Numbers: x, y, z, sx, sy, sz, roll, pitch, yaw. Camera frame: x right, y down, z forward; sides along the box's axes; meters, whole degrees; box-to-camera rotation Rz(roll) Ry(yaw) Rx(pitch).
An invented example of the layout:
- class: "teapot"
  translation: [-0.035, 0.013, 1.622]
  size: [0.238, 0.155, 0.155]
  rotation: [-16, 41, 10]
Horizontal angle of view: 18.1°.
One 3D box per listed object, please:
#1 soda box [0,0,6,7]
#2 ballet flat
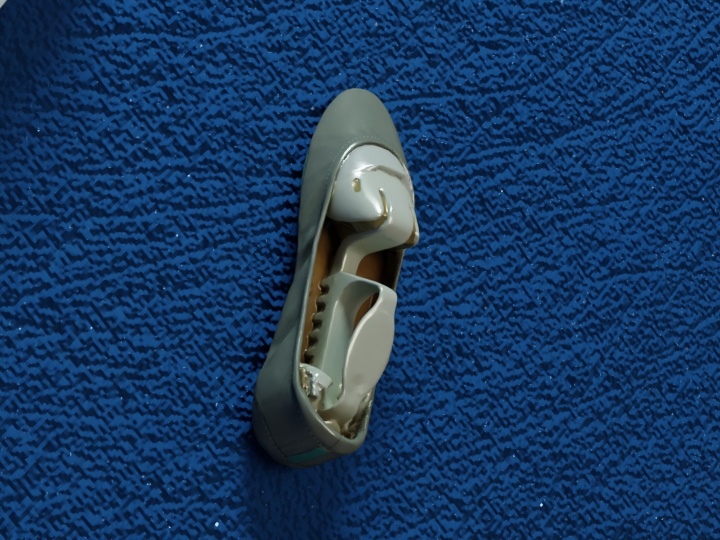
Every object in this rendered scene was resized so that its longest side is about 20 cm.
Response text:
- class: "soda box"
  translation: [-0.173, -0.153, 0.975]
  size: [0.068, 0.063, 0.201]
  rotation: [48, 55, -22]
- class: "ballet flat"
  translation: [0.000, 0.000, 1.091]
  size: [0.067, 0.063, 0.202]
  rotation: [29, 64, -33]
